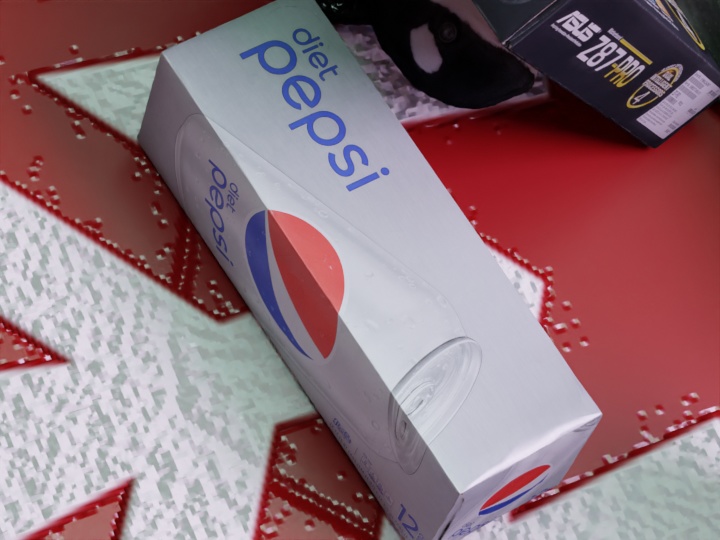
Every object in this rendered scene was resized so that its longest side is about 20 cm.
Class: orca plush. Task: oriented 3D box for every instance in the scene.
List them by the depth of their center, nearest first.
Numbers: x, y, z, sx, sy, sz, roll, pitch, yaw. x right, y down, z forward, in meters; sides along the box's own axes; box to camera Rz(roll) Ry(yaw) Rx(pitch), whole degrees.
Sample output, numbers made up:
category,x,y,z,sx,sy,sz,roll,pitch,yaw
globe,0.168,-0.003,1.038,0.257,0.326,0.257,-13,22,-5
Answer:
category,x,y,z,sx,sy,sz,roll,pitch,yaw
orca plush,-0.009,-0.133,1.101,0.071,0.105,0.201,-33,79,6

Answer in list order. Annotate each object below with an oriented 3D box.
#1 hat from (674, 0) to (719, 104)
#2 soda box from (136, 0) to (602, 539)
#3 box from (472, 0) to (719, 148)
category,x,y,z,sx,sy,sz,roll,pitch,yaw
hat,0.212,-0.144,1.158,0.199,0.081,0.202,6,60,-11
soda box,0.000,0.000,1.034,0.068,0.064,0.201,-26,71,-25
box,0.057,-0.136,1.056,0.049,0.200,0.162,-38,71,12
